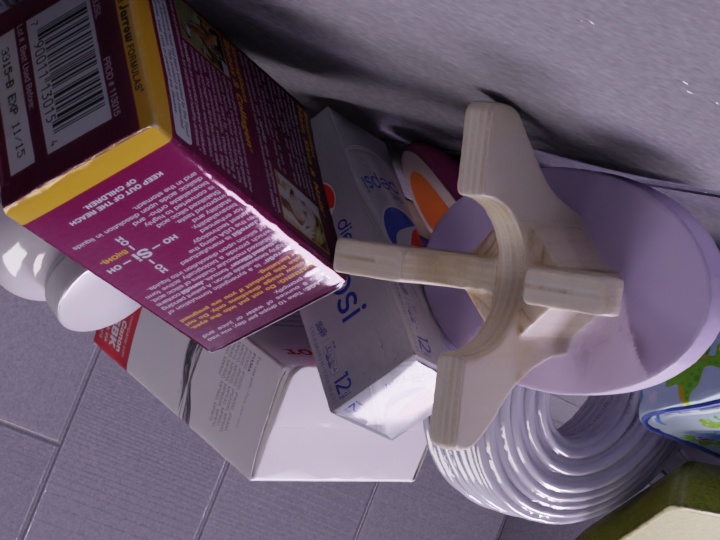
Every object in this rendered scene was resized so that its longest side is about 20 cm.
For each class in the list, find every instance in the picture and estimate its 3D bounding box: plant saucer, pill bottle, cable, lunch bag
[{"bbox_3d":[0.242,0.181,1.379,0.199,0.048,0.200,12,152,-19],"label":"plant saucer"},{"bbox_3d":[-0.197,-0.059,1.281,0.200,0.111,0.111,56,-168,29],"label":"pill bottle"},{"bbox_3d":[0.134,0.066,1.325,0.200,0.201,0.069,26,180,-39],"label":"cable"},{"bbox_3d":[0.274,0.075,1.288,0.160,0.083,0.200,-17,150,42],"label":"lunch bag"}]

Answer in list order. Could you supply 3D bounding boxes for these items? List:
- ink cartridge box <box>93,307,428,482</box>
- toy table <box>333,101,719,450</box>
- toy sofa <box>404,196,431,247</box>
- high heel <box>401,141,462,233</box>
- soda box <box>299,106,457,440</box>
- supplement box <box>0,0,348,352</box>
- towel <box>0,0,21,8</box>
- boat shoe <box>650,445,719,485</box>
[{"bbox_3d":[-0.060,0.059,1.380,0.146,0.083,0.200,6,-160,-41],"label":"ink cartridge box"},{"bbox_3d":[0.087,0.005,1.151,0.200,0.185,0.117,-7,173,40],"label":"toy table"},{"bbox_3d":[0.055,-0.004,1.431,0.200,0.098,0.083,26,-174,-26],"label":"toy sofa"},{"bbox_3d":[0.111,-0.033,1.367,0.200,0.096,0.067,46,163,-20],"label":"high heel"},{"bbox_3d":[0.000,0.000,1.285,0.063,0.068,0.200,30,-148,-46],"label":"soda box"},{"bbox_3d":[-0.107,-0.063,1.159,0.103,0.131,0.200,-28,143,18],"label":"supplement box"},{"bbox_3d":[-0.309,-0.214,1.290,0.199,0.024,0.147,21,173,18],"label":"towel"},{"bbox_3d":[0.205,0.080,1.433,0.200,0.073,0.065,53,150,22],"label":"boat shoe"}]
